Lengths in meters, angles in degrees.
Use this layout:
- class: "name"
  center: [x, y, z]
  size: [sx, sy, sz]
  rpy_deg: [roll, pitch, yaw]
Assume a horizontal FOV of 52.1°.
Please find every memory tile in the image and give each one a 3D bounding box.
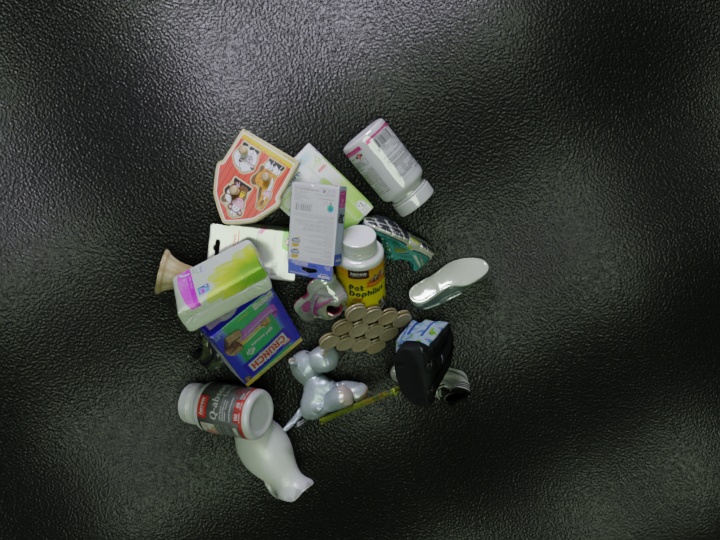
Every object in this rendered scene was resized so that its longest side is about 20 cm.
- class: "memory tile"
  center: [0.013, 0.134, 1.684]
  size: [0.200, 0.017, 0.153]
  rpy_deg: [12, 129, -43]

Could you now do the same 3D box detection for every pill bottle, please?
- class: "pill bottle"
  center: [-0.311, 0.318, 1.690]
  size: [0.200, 0.116, 0.116]
  rpy_deg: [3, 105, 26]
- class: "pill bottle"
  center: [0.065, -0.224, 1.628]
  size: [0.113, 0.113, 0.200]
  rpy_deg: [-39, 102, 5]
- class: "pill bottle"
  center: [0.000, 0.000, 1.640]
  size: [0.109, 0.109, 0.200]
  rpy_deg: [-6, 131, -3]

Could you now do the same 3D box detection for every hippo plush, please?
- class: "hippo plush"
  center: [-0.093, 0.258, 1.732]
  size: [0.200, 0.159, 0.161]
  rpy_deg: [-25, 80, 18]

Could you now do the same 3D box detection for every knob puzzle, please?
- class: "knob puzzle"
  center: [-0.249, -0.189, 1.599]
  size: [0.219, 0.030, 0.220]
  rpy_deg: [-4, 79, 23]

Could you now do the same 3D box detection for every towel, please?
- class: "towel"
  center: [0.006, 0.308, 1.691]
  size: [0.200, 0.086, 0.018]
  rpy_deg: [-25, 79, 17]

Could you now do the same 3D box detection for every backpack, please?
- class: "backpack"
  center: [0.148, 0.190, 1.684]
  size: [0.154, 0.200, 0.163]
  rpy_deg: [9, 120, 36]

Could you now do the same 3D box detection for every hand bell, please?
- class: "hand bell"
  center: [-0.351, 0.025, 1.661]
  size: [0.200, 0.104, 0.104]
  rpy_deg: [13, 102, -8]

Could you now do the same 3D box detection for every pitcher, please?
- class: "pitcher"
  center: [-0.222, 0.457, 1.767]
  size: [0.121, 0.172, 0.200]
  rpy_deg: [-35, 89, -40]

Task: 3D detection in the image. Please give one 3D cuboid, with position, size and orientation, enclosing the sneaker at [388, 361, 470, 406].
- class: "sneaker"
  center: [0.169, 0.263, 1.746]
  size: [0.200, 0.115, 0.076]
  rpy_deg: [11, 102, -6]

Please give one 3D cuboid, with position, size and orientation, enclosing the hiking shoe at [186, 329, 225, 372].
- class: "hiking shoe"
  center: [-0.329, 0.134, 1.701]
  size: [0.101, 0.076, 0.200]
  rpy_deg: [24, 97, -7]

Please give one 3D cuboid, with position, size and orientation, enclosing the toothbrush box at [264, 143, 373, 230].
- class: "toothbrush box"
  center: [-0.093, -0.162, 1.645]
  size: [0.200, 0.086, 0.146]
  rpy_deg: [44, 96, -11]

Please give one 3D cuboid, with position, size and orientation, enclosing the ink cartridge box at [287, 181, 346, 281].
- class: "ink cartridge box"
  center: [-0.094, -0.085, 1.569]
  size: [0.119, 0.042, 0.200]
  rpy_deg: [10, 99, 28]

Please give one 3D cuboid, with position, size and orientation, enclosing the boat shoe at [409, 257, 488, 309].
- class: "boat shoe"
  center: [0.208, 0.033, 1.736]
  size: [0.200, 0.073, 0.062]
  rpy_deg: [-25, 147, -5]

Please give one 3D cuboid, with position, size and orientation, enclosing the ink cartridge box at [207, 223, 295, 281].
- class: "ink cartridge box"
  center: [-0.241, -0.047, 1.669]
  size: [0.200, 0.067, 0.117]
  rpy_deg: [7, 102, -7]

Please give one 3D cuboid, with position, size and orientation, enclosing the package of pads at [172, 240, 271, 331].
- class: "package of pads"
  center: [-0.295, 0.027, 1.562]
  size: [0.200, 0.155, 0.068]
  rpy_deg: [-27, 122, -4]

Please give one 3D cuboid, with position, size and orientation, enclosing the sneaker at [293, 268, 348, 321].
- class: "sneaker"
  center: [-0.086, 0.078, 1.650]
  size: [0.081, 0.200, 0.088]
  rpy_deg: [-32, 79, -27]

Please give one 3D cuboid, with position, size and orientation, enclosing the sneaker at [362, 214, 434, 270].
- class: "sneaker"
  center: [0.081, -0.059, 1.672]
  size: [0.200, 0.078, 0.080]
  rpy_deg: [30, 111, -29]

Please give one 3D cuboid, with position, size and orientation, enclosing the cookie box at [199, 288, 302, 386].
- class: "cookie box"
  center: [-0.243, 0.135, 1.637]
  size: [0.171, 0.075, 0.200]
  rpy_deg: [-41, 139, -15]
